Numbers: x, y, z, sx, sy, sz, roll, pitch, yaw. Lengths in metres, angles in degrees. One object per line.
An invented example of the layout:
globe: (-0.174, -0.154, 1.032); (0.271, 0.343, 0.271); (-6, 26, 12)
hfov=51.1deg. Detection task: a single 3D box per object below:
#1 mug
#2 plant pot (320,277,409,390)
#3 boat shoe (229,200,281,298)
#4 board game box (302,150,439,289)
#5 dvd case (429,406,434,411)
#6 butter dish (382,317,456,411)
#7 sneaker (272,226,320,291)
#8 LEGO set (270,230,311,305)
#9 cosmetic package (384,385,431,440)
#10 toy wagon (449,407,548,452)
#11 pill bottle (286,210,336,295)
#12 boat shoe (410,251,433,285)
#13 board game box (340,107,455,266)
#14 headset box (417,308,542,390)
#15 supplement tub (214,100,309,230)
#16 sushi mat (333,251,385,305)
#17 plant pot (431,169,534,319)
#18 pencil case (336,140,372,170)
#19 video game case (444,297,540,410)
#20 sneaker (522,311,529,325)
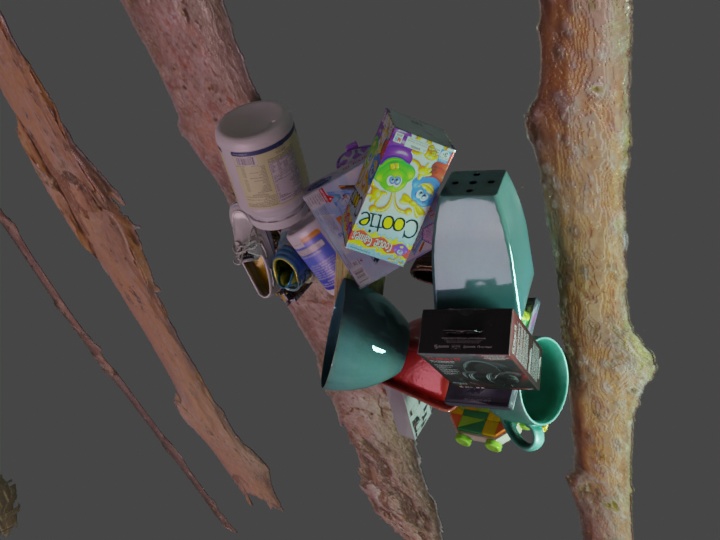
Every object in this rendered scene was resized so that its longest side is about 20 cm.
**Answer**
mug: (0.278, 0.208, 1.350); (0.114, 0.187, 0.152); (-2, 144, 48)
plant pot: (0.014, 0.125, 1.358); (0.133, 0.202, 0.201); (11, 145, -6)
boat shoe: (-0.220, -0.037, 1.499); (0.074, 0.086, 0.204); (-11, 107, 25)
board game box: (0.036, -0.098, 1.263); (0.198, 0.041, 0.201); (-28, 117, 8)
dvd case: (0.112, 0.218, 1.662); (0.149, 0.025, 0.201); (28, 144, 17)
butter dish: (0.139, 0.150, 1.454); (0.198, 0.199, 0.150); (21, 118, 28)
sneaker: (-0.107, 0.012, 1.532); (0.079, 0.132, 0.200); (-22, 125, 39)
LEGO set: (-0.189, -0.007, 1.621); (0.153, 0.116, 0.201); (-2, 127, 44)
cosmetic package: (0.103, 0.271, 1.636); (0.050, 0.083, 0.202); (12, 137, 30)
toy wagon: (0.268, 0.269, 1.449); (0.198, 0.156, 0.040); (1, 144, 43)
pill bottle: (-0.044, -0.023, 1.470); (0.111, 0.112, 0.201); (-15, 117, 50)
boat shoe: (0.184, 0.019, 1.336); (0.198, 0.070, 0.071); (19, 137, 27)
board game box: (0.053, -0.128, 1.167); (0.104, 0.103, 0.202); (17, 115, -14)
headset box: (0.188, 0.123, 1.180); (0.147, 0.078, 0.200); (-2, 156, 27)
supplement tub: (-0.173, -0.190, 1.381); (0.144, 0.145, 0.202); (17, 139, 30)
sushi mat: (0.000, 0.000, 1.382); (0.094, 0.012, 0.202); (10, 135, 5)
plant pot: (0.186, -0.047, 1.181); (0.139, 0.142, 0.202); (1, 122, 22)
pencil case: (0.014, -0.126, 1.332); (0.086, 0.083, 0.202); (-125, 16, -53)
video game case: (0.230, 0.143, 1.317); (0.019, 0.202, 0.142); (36, 153, -33)
sneaker: (0.212, 0.097, 1.311); (0.073, 0.085, 0.199); (16, 164, -37)
